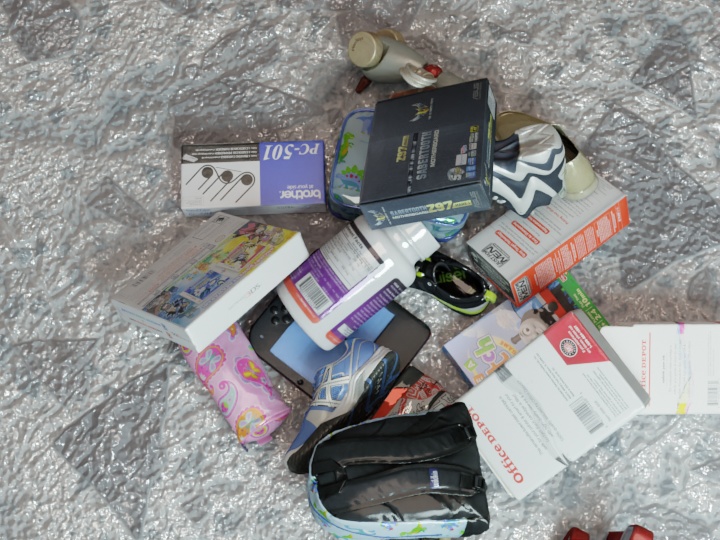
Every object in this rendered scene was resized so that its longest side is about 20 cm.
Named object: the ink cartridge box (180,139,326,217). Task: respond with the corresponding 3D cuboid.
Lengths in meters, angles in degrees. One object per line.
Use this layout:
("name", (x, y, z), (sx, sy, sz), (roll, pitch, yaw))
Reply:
("ink cartridge box", (-0.148, -0.128, 1.508), (0.199, 0.044, 0.095), (-2, 76, -1))

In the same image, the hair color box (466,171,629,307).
("hair color box", (0.253, -0.052, 1.461), (0.200, 0.061, 0.102), (-35, 49, -9))

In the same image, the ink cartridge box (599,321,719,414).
("ink cartridge box", (0.395, 0.124, 1.403), (0.199, 0.067, 0.117), (1, 91, -8))

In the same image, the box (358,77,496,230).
("box", (0.088, -0.148, 1.363), (0.157, 0.051, 0.201), (-9, 45, 21))

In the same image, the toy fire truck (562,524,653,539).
("toy fire truck", (0.280, 0.399, 1.300), (0.112, 0.168, 0.201), (28, 76, 8))

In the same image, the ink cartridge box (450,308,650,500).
("ink cartridge box", (0.233, 0.165, 1.344), (0.200, 0.084, 0.145), (-40, 78, 16))

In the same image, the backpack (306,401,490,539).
("backpack", (0.034, 0.252, 1.295), (0.199, 0.154, 0.164), (-2, 64, -19))

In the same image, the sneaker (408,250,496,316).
("sneaker", (0.091, -0.006, 1.454), (0.199, 0.083, 0.072), (23, 75, 7))

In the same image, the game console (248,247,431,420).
("game console", (-0.031, 0.089, 1.456), (0.200, 0.031, 0.177), (37, 78, 9))

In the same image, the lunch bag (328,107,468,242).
("lunch bag", (0.061, -0.135, 1.488), (0.199, 0.082, 0.162), (10, 74, 1))

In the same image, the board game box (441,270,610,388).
("board game box", (0.233, 0.106, 1.449), (0.200, 0.037, 0.152), (-35, 78, -8))

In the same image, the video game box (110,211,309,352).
("video game box", (-0.193, 0.009, 1.392), (0.200, 0.047, 0.182), (-42, 33, -27))

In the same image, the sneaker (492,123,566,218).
("sneaker", (0.177, -0.112, 1.415), (0.198, 0.130, 0.080), (-15, 44, 17))

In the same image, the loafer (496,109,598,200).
("loafer", (0.247, -0.172, 1.476), (0.076, 0.068, 0.200), (-36, 49, -14))

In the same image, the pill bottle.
("pill bottle", (0.000, 0.000, 1.392), (0.200, 0.111, 0.112), (-39, 78, 4))

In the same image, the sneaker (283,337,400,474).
("sneaker", (-0.033, 0.173, 1.391), (0.077, 0.076, 0.200), (31, 73, 31))

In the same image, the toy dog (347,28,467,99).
("toy dog", (0.059, -0.261, 1.515), (0.131, 0.097, 0.200), (1, 35, -38))

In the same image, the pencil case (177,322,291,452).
("pencil case", (-0.170, 0.133, 1.417), (0.087, 0.087, 0.200), (-33, 78, -9))

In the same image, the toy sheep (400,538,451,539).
("toy sheep", (0.063, 0.386, 1.326), (0.199, 0.138, 0.139), (-11, 75, -7))

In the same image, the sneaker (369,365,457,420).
("sneaker", (0.053, 0.231, 1.398), (0.108, 0.067, 0.202), (33, 75, 11))
